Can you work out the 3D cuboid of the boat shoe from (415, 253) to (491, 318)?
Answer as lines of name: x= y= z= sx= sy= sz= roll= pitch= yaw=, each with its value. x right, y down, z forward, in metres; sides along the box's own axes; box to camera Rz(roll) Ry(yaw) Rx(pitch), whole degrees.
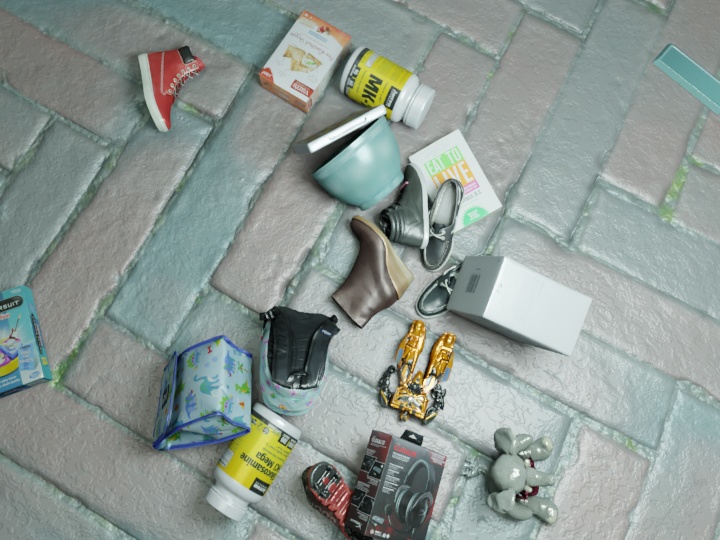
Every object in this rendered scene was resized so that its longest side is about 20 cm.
boat shoe: x=0.202 y=0.027 z=1.416 sx=0.199 sy=0.060 sz=0.076 roll=-39 pitch=79 yaw=-11

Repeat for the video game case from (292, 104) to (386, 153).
video game case: x=-0.050 y=-0.302 z=1.432 sx=0.180 sy=0.200 sz=0.023 roll=-29 pitch=105 yaw=-9

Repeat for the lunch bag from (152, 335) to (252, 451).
lunch bag: x=-0.317 y=0.243 z=1.290 sx=0.197 sy=0.127 sz=0.173 roll=-22 pitch=49 yaw=23

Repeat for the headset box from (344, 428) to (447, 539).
headset box: x=0.073 y=0.408 z=1.271 sx=0.147 sy=0.077 sz=0.203 roll=28 pitch=73 yaw=-30

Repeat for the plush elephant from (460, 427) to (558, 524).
plush elephant: x=0.301 y=0.392 z=1.272 sx=0.196 sy=0.155 sz=0.168 roll=8 pitch=75 yaw=0

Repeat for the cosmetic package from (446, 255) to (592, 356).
cosmetic package: x=0.304 y=0.066 z=1.307 sx=0.197 sy=0.199 sz=0.125 roll=22 pitch=87 yaw=-12

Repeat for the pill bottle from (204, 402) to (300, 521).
pill bottle: x=-0.210 y=0.370 z=1.286 sx=0.111 sy=0.113 sz=0.202 roll=31 pitch=77 yaw=6

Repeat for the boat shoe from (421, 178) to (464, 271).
boat shoe: x=0.174 y=-0.098 z=1.426 sx=0.073 sy=0.060 sz=0.204 roll=21 pitch=93 yaw=19

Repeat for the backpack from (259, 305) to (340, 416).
backpack: x=-0.126 y=0.179 z=1.309 sx=0.163 sy=0.128 sz=0.202 roll=6 pitch=43 yaw=-6

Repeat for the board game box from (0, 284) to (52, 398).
board game box: x=-0.735 y=0.152 z=1.363 sx=0.148 sy=0.047 sz=0.203 roll=-19 pitch=77 yaw=-7

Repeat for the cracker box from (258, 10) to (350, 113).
cracker box: x=-0.127 y=-0.485 z=1.544 sx=0.132 sy=0.058 sz=0.202 roll=30 pitch=77 yaw=7

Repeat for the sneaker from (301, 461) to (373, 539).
sneaker: x=-0.046 y=0.452 z=1.292 sx=0.071 sy=0.097 sz=0.202 roll=-44 pitch=104 yaw=-30

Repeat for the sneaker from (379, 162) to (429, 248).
sneaker: x=0.089 y=-0.146 z=1.438 sx=0.097 sy=0.071 sz=0.204 roll=3 pitch=68 yaw=-17

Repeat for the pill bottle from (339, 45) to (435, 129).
pill bottle: x=0.062 y=-0.409 z=1.500 sx=0.198 sy=0.114 sz=0.115 roll=30 pitch=76 yaw=7

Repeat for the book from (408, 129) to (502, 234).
book: x=0.209 y=-0.193 z=1.487 sx=0.132 sy=0.048 sz=0.202 roll=-28 pitch=78 yaw=-2

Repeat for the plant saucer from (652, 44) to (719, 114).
plant saucer: x=0.796 y=-0.460 z=1.585 sx=0.200 sy=0.019 sz=0.070 roll=43 pitch=78 yaw=10

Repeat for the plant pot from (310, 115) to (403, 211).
plant pot: x=0.010 y=-0.215 z=1.421 sx=0.200 sy=0.200 sz=0.135 roll=-42 pitch=103 yaw=-11

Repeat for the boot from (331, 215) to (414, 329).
boot: x=0.000 y=0.000 z=1.411 sx=0.166 sy=0.072 sz=0.201 roll=-38 pitch=83 yaw=-13

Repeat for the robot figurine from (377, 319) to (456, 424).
robot figurine: x=0.120 y=0.211 z=1.365 sx=0.142 sy=0.058 sz=0.203 roll=20 pitch=75 yaw=5

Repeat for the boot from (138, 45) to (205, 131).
boot: x=-0.418 y=-0.418 z=1.514 sx=0.141 sy=0.073 sz=0.204 roll=-13 pitch=72 yaw=-7
